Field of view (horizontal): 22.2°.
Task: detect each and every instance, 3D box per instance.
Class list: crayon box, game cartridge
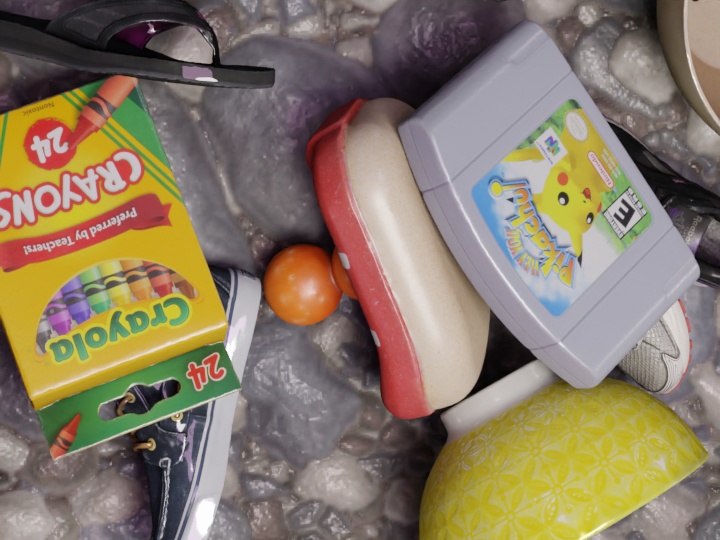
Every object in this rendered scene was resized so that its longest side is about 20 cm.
[{"bbox_3d":[-0.159,-0.004,1.092,0.126,0.051,0.201,-21,81,-11],"label":"crayon box"},{"bbox_3d":[0.114,-0.036,1.118,0.133,0.040,0.201,-41,102,-26],"label":"game cartridge"}]

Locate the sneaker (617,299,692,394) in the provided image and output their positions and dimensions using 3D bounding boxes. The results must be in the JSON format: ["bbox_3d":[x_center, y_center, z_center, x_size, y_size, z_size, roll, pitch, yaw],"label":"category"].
[{"bbox_3d":[0.137,0.017,1.190,0.200,0.078,0.082,43,58,-21],"label":"sneaker"}]

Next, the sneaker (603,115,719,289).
[{"bbox_3d":[0.190,-0.046,1.202,0.199,0.088,0.076,24,94,-18],"label":"sneaker"}]

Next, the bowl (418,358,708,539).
[{"bbox_3d":[0.110,0.120,1.174,0.199,0.200,0.108,-30,85,-8],"label":"bowl"}]

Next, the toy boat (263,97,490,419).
[{"bbox_3d":[0.000,0.000,1.157,0.130,0.131,0.201,-17,106,20],"label":"toy boat"}]

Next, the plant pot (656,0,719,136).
[{"bbox_3d":[0.269,-0.171,1.176,0.198,0.134,0.202,-3,102,-15],"label":"plant pot"}]

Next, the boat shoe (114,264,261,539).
[{"bbox_3d":[-0.127,0.091,1.146,0.090,0.071,0.202,13,82,-13],"label":"boat shoe"}]

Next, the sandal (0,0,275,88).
[{"bbox_3d":[-0.145,-0.140,1.062,0.199,0.075,0.048,13,101,12],"label":"sandal"}]
